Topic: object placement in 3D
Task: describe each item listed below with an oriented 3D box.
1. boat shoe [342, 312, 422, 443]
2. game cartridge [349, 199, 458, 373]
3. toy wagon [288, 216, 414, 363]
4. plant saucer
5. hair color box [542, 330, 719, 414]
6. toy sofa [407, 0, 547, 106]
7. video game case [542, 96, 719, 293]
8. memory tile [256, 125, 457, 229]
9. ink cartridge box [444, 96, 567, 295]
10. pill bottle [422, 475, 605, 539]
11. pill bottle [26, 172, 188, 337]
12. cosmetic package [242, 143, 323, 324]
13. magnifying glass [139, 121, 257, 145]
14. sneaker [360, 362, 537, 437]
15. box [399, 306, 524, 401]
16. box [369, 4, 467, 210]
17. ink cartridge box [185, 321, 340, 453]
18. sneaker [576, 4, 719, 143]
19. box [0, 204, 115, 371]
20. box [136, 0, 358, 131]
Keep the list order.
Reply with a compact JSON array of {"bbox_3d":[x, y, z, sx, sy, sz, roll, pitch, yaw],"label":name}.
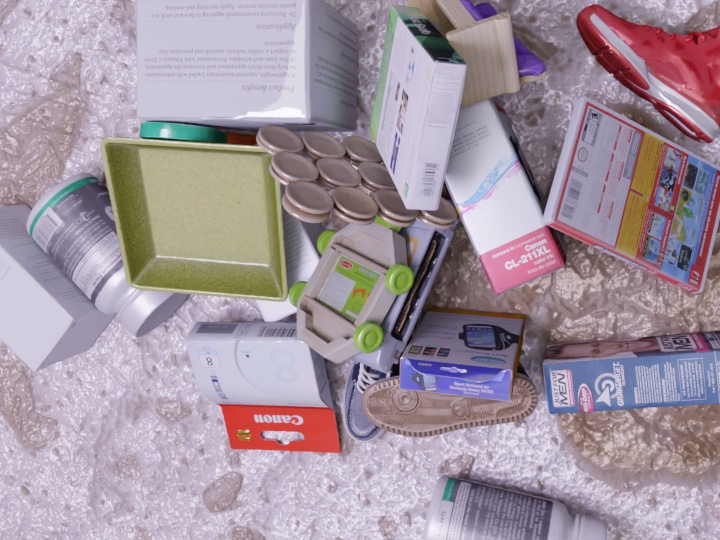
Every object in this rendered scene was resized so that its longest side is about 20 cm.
[{"bbox_3d":[0.016,0.125,1.045,0.074,0.093,0.202,17,101,12],"label":"boat shoe"},{"bbox_3d":[0.027,0.007,0.979,0.133,0.041,0.201,15,79,49],"label":"game cartridge"},{"bbox_3d":[0.000,0.000,0.953,0.155,0.039,0.201,28,88,52],"label":"toy wagon"},{"bbox_3d":[-0.179,-0.065,0.986,0.198,0.048,0.201,4,125,7],"label":"plant saucer"},{"bbox_3d":[0.308,0.112,0.963,0.198,0.100,0.061,-7,95,15],"label":"hair color box"},{"bbox_3d":[0.117,-0.262,0.909,0.097,0.201,0.083,-18,129,0],"label":"toy sofa"},{"bbox_3d":[0.294,-0.078,0.912,0.199,0.017,0.144,23,76,-16],"label":"video game case"},{"bbox_3d":[-0.003,-0.096,0.899,0.154,0.199,0.017,61,137,42],"label":"memory tile"},{"bbox_3d":[0.150,-0.088,0.954,0.082,0.146,0.201,-24,91,16],"label":"ink cartridge box"},{"bbox_3d":[0.178,0.317,1.010,0.198,0.113,0.114,10,100,14],"label":"pill bottle"},{"bbox_3d":[-0.319,-0.018,1.105,0.200,0.113,0.113,46,106,5],"label":"pill bottle"},{"bbox_3d":[-0.106,-0.047,1.066,0.101,0.071,0.201,-26,90,17],"label":"cosmetic package"},{"bbox_3d":[-0.176,-0.155,1.003,0.079,0.200,0.023,6,94,26],"label":"magnifying glass"},{"bbox_3d":[0.104,0.141,1.012,0.198,0.109,0.071,-5,101,9],"label":"sneaker"},{"bbox_3d":[0.116,0.092,0.959,0.118,0.200,0.042,5,109,14],"label":"box"},{"bbox_3d":[0.052,-0.169,0.866,0.036,0.200,0.145,2,121,-14],"label":"box"},{"bbox_3d":[-0.118,0.158,1.075,0.159,0.047,0.201,-1,117,15],"label":"ink cartridge box"},{"bbox_3d":[0.337,-0.242,0.932,0.200,0.078,0.116,41,97,-6],"label":"sneaker"},{"bbox_3d":[-0.435,0.018,1.135,0.200,0.124,0.098,43,106,6],"label":"box"},{"bbox_3d":[-0.120,-0.228,0.980,0.197,0.200,0.132,3,96,14],"label":"box"}]
